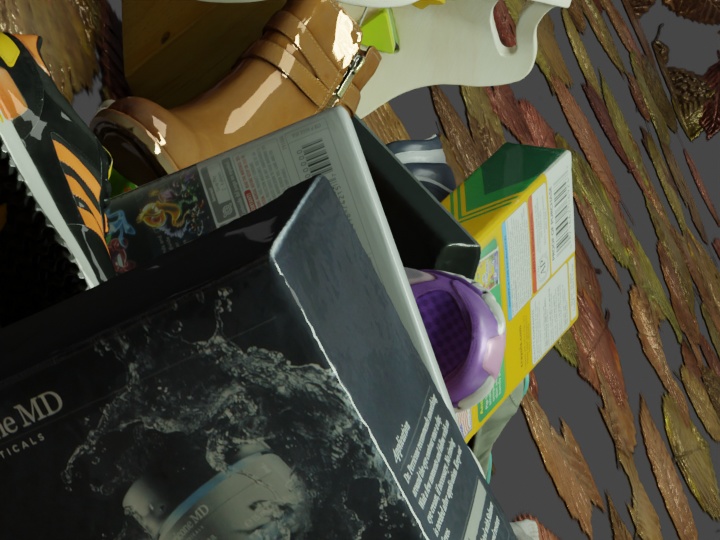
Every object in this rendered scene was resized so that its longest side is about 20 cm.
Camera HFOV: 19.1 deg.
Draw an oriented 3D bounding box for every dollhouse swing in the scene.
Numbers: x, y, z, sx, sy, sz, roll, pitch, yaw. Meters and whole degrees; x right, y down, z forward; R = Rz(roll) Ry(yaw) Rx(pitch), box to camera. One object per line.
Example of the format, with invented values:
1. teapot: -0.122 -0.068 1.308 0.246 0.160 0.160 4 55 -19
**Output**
1. dollhouse swing: -0.063 -0.166 1.401 0.176 0.181 0.201 39 28 -35

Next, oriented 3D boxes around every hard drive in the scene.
1. hard drive: 0.000 0.000 1.299 0.033 0.141 0.200 2 27 -28

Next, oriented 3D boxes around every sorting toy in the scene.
1. sorting toy: 0.042 -0.171 1.434 0.200 0.178 0.108 119 -22 -67

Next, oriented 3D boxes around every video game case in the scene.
1. video game case: -0.059 0.042 1.053 0.023 0.180 0.202 50 20 -72

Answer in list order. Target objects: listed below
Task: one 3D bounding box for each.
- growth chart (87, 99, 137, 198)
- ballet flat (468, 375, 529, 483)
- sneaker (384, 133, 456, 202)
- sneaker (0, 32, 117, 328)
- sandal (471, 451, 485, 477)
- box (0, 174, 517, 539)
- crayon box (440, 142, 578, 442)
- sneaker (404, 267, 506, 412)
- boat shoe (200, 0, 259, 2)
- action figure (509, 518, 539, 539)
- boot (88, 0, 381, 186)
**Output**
1. growth chart: -0.110 -0.005 1.256 0.201 0.018 0.145 54 19 -29
2. ballet flat: 0.065 0.112 1.513 0.201 0.063 0.068 108 -37 -55
3. sneaker: 0.050 -0.022 1.499 0.200 0.070 0.109 59 8 -66
4. sneaker: -0.142 -0.026 1.040 0.090 0.070 0.201 -29 93 -50
5. sandal: 0.040 0.108 1.421 0.050 0.082 0.204 27 29 -37
6. box: -0.064 0.097 0.931 0.201 0.195 0.118 61 18 -12
7. crayon box: 0.076 0.015 1.368 0.200 0.051 0.127 -43 134 -51
8. sneaker: -0.011 0.022 1.179 0.088 0.199 0.081 17 93 -51
9. boat shoe: -0.120 -0.203 1.224 0.063 0.198 0.073 -75 174 -66
10. action figure: 0.097 0.256 1.311 0.105 0.200 0.193 46 -7 -29
11. boot: -0.062 -0.097 1.216 0.076 0.156 0.200 32 -4 32
